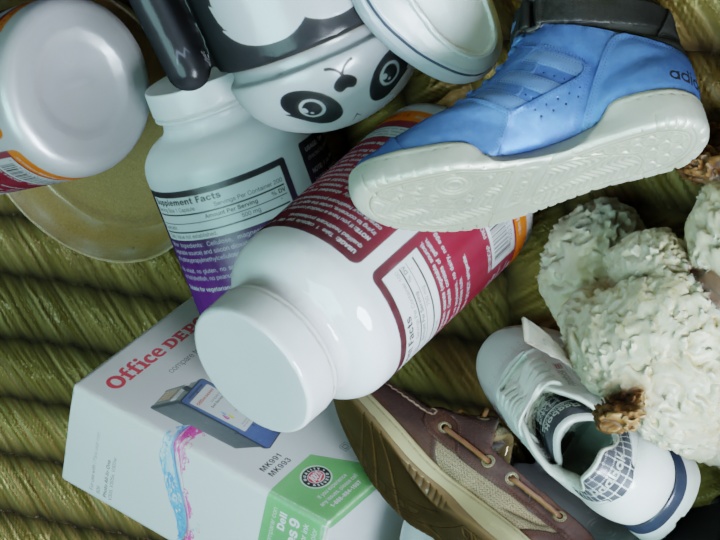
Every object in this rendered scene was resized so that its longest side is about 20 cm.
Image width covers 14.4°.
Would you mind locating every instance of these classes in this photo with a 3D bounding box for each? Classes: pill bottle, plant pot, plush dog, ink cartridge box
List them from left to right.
[{"bbox_3d":[-0.231,-0.104,1.793,0.200,0.113,0.113,-7,111,50],"label":"pill bottle"},{"bbox_3d":[-0.175,-0.101,1.858,0.200,0.027,0.200,18,125,28],"label":"plant pot"},{"bbox_3d":[-0.069,0.115,1.822,0.200,0.145,0.088,26,127,23],"label":"ink cartridge box"},{"bbox_3d":[-0.062,-0.031,1.755,0.112,0.112,0.200,-8,110,39],"label":"pill bottle"},{"bbox_3d":[0.000,0.000,1.645,0.113,0.200,0.113,30,142,26],"label":"pill bottle"},{"bbox_3d":[0.202,0.014,1.579,0.200,0.160,0.172,44,108,6],"label":"plush dog"}]

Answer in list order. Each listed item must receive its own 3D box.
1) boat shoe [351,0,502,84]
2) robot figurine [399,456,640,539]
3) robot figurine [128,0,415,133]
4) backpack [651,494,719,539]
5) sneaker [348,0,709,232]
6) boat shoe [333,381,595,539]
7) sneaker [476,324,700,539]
[{"bbox_3d":[0.022,-0.186,1.579,0.200,0.074,0.067,50,153,-21],"label":"boat shoe"},{"bbox_3d":[0.108,0.181,1.750,0.200,0.113,0.170,22,88,25],"label":"robot figurine"},{"bbox_3d":[-0.043,-0.177,1.647,0.150,0.125,0.200,-13,106,40],"label":"robot figurine"},{"bbox_3d":[0.265,0.214,1.624,0.178,0.151,0.200,-21,106,40],"label":"backpack"},{"bbox_3d":[0.086,-0.095,1.581,0.200,0.111,0.077,-15,149,9],"label":"sneaker"},{"bbox_3d":[0.062,0.119,1.697,0.200,0.072,0.072,41,152,36],"label":"boat shoe"},{"bbox_3d":[0.118,0.080,1.659,0.076,0.080,0.200,-60,37,8],"label":"sneaker"}]
